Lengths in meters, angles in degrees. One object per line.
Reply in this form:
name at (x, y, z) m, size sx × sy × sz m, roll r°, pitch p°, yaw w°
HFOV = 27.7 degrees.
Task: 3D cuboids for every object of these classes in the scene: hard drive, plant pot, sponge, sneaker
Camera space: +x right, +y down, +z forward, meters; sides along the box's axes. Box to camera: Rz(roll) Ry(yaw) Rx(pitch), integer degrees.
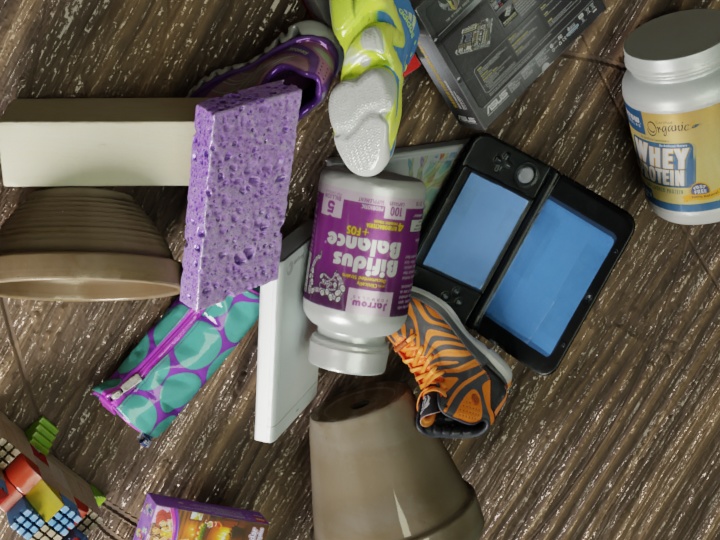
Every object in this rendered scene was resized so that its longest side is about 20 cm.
hard drive at (-0.073, 0.062, 1.531) m, size 0.026 × 0.132 × 0.203 m, roll 11°, pitch 113°, yaw 18°
plant pot at (0.021, 0.226, 1.612) m, size 0.198 × 0.200 × 0.176 m, roll -20°, pitch 102°, yaw -14°
sponge at (-0.112, -0.070, 1.354) m, size 0.111 × 0.030 × 0.202 m, roll -21°, pitch 130°, yaw -44°
plant pot at (-0.266, -0.025, 1.385) m, size 0.198 × 0.200 × 0.094 m, roll 3°, pitch 82°, yaw -24°
sneaker at (0.025, -0.190, 1.385) m, size 0.105 × 0.075 × 0.203 m, roll -2°, pitch 92°, yaw -55°
sneaker at (0.072, 0.102, 1.559) m, size 0.199 × 0.078 × 0.113 m, roll 36°, pitch 52°, yaw -9°
sneaker at (-0.102, -0.159, 1.413) m, size 0.199 × 0.089 × 0.081 m, roll -32°, pitch 122°, yaw 20°

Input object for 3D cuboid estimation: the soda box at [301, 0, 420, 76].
soda box at (-0.019, -0.272, 1.439) m, size 0.070 × 0.063 × 0.201 m, roll -34°, pitch 122°, yaw -7°

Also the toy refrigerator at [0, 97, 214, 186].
toy refrigerator at (-0.232, -0.118, 1.368) m, size 0.197 × 0.076 × 0.071 m, roll -1°, pitch 113°, yaw -1°

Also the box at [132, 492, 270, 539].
box at (-0.191, 0.348, 1.561) m, size 0.135 × 0.039 × 0.202 m, roll 15°, pitch 97°, yaw -28°

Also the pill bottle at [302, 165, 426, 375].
pill bottle at (0.000, 0.000, 1.492) m, size 0.111 × 0.112 × 0.203 m, roll 4°, pitch 99°, yaw -24°

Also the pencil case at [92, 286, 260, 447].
pencil case at (-0.184, 0.079, 1.504) m, size 0.200 × 0.085 × 0.092 m, roll -50°, pitch 160°, yaw 2°

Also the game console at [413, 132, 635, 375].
game console at (0.164, -0.017, 1.572) m, size 0.175 × 0.116 × 0.202 m, roll 23°, pitch 100°, yaw -30°

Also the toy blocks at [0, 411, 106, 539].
toy blocks at (-0.329, 0.227, 1.475) m, size 0.100 × 0.137 × 0.200 m, roll -43°, pitch 122°, yaw -1°

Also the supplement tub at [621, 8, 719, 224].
supplement tub at (0.368, -0.169, 1.603) m, size 0.143 × 0.145 × 0.202 m, roll -26°, pitch 119°, yaw -11°

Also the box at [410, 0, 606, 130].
box at (0.145, -0.270, 1.497) m, size 0.200 × 0.048 × 0.159 m, roll -45°, pitch 122°, yaw -14°

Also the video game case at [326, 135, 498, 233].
video game case at (0.058, -0.046, 1.593) m, size 0.198 × 0.022 × 0.185 m, roll -9°, pitch 115°, yaw -19°
